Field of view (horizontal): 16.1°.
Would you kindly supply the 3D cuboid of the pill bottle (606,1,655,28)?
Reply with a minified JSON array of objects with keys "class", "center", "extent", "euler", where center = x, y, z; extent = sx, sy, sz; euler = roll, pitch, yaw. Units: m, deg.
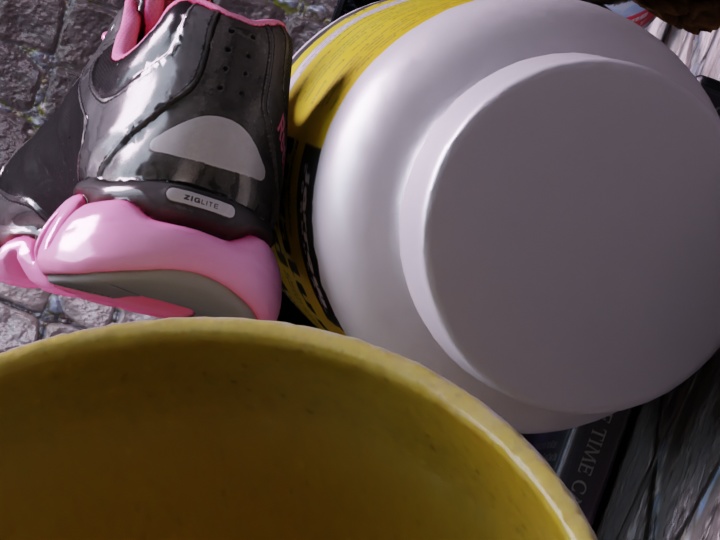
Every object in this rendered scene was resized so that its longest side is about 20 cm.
[{"class":"pill bottle","center":[0.096,-0.173,0.988],"extent":[0.200,0.108,0.109],"euler":[112,178,-67]}]

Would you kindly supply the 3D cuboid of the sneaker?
[{"class":"sneaker","center":[-0.060,-0.035,0.722],"extent":[0.200,0.078,0.096],"euler":[-178,98,-71]}]

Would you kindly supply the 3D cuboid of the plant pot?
[{"class":"plant pot","center":[-0.035,0.132,0.507],"extent":[0.143,0.198,0.201],"euler":[73,-152,-46]}]

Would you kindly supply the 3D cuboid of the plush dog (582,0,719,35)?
[{"class":"plush dog","center":[0.100,-0.170,0.766],"extent":[0.172,0.160,0.201],"euler":[-50,24,24]}]

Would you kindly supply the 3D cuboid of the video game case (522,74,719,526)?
[{"class":"video game case","center":[0.067,0.045,0.800],"extent":[0.143,0.019,0.201],"euler":[120,171,-85]}]

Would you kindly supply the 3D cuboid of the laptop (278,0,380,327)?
[{"class":"laptop","center":[0.000,0.000,0.891],"extent":[0.200,0.103,0.178],"euler":[48,-133,-39]}]

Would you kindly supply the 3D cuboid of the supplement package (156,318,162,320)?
[{"class":"supplement package","center":[-0.065,0.133,0.783],"extent":[0.114,0.109,0.201],"euler":[-72,-38,-68]}]

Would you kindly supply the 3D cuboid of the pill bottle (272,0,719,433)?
[{"class":"pill bottle","center":[0.036,-0.018,0.676],"extent":[0.200,0.111,0.112],"euler":[-153,83,-78]}]
